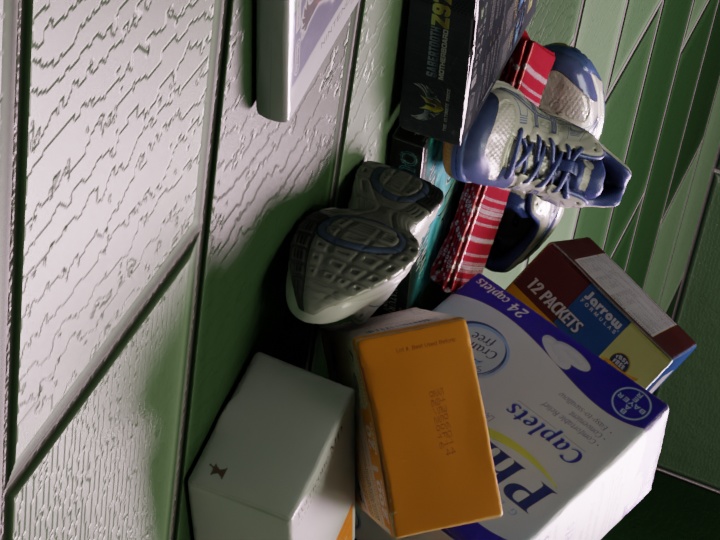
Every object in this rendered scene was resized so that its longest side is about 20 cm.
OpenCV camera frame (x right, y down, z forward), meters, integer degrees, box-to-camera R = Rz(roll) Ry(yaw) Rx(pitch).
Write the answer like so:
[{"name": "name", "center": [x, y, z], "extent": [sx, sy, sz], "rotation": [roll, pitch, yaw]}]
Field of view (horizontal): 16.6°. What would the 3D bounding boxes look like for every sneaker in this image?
[{"name": "sneaker", "center": [0.144, -0.085, 2.008], "extent": [0.088, 0.075, 0.201], "rotation": [-52, 158, -53]}, {"name": "sneaker", "center": [0.130, -0.085, 1.744], "extent": [0.200, 0.088, 0.076], "rotation": [2, 108, -62]}, {"name": "sneaker", "center": [0.000, 0.000, 1.560], "extent": [0.200, 0.074, 0.087], "rotation": [-43, 155, -64]}]

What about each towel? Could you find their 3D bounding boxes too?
[{"name": "towel", "center": [0.101, -0.081, 1.855], "extent": [0.145, 0.022, 0.201], "rotation": [1, 108, -78]}]

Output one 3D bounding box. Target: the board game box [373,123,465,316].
[{"name": "board game box", "center": [0.053, -0.070, 1.772], "extent": [0.200, 0.028, 0.136], "rotation": [95, 19, -51]}]

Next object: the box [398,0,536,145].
[{"name": "box", "center": [0.080, -0.207, 1.623], "extent": [0.201, 0.051, 0.158], "rotation": [95, 19, -47]}]

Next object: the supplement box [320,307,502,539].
[{"name": "supplement box", "center": [0.029, 0.093, 1.573], "extent": [0.200, 0.073, 0.127], "rotation": [180, -101, -83]}]

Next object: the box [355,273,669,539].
[{"name": "box", "center": [0.088, 0.133, 1.771], "extent": [0.200, 0.184, 0.105], "rotation": [-40, 153, -32]}]

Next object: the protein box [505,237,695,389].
[{"name": "protein box", "center": [0.153, 0.091, 2.026], "extent": [0.199, 0.135, 0.200], "rotation": [-47, 171, 10]}]

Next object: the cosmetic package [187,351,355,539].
[{"name": "cosmetic package", "center": [-0.053, 0.152, 1.560], "extent": [0.200, 0.071, 0.102], "rotation": [89, 24, -57]}]

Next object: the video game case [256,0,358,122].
[{"name": "video game case", "center": [-0.009, -0.206, 1.302], "extent": [0.200, 0.023, 0.183], "rotation": [93, 21, -53]}]
